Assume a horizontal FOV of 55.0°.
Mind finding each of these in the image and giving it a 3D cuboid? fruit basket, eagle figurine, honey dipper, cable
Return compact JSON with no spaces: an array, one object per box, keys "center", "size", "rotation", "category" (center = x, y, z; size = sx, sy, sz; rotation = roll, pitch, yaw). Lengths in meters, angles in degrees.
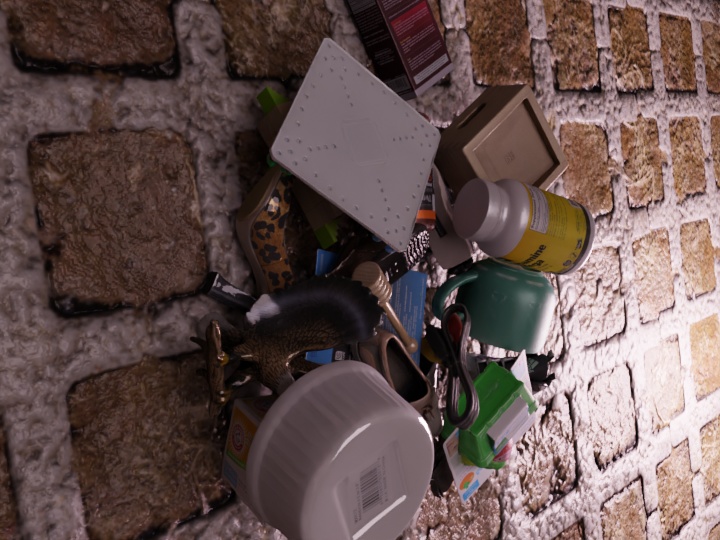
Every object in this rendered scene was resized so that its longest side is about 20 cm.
[{"center":[0.199,0.238,1.015],"size":[0.185,0.093,0.202],"rotation":[-41,134,-19],"category":"fruit basket"},{"center":[-0.082,0.098,0.784],"size":[0.196,0.151,0.154],"rotation":[-14,80,-30],"category":"eagle figurine"},{"center":[0.040,0.055,0.869],"size":[0.039,0.037,0.201],"rotation":[-66,149,-22],"category":"honey dipper"},{"center":[0.133,0.122,0.933],"size":[0.097,0.202,0.050],"rotation":[-42,128,15],"category":"cable"}]

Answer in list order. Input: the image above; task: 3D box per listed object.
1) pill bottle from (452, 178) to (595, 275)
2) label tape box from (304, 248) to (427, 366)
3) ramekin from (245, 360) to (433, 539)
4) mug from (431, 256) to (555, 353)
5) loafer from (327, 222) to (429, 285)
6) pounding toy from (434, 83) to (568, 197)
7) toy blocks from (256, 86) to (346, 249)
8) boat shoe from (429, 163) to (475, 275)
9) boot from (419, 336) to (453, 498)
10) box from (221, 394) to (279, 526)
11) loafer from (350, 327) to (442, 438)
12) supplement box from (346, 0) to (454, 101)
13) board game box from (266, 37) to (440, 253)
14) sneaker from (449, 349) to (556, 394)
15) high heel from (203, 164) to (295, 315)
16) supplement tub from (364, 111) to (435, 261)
[{"center":[0.236,-0.066,1.008],"size":[0.196,0.112,0.115],"rotation":[13,79,-27],"category":"pill bottle"},{"center":[-0.003,0.061,0.941],"size":[0.197,0.063,0.148],"rotation":[13,80,-37],"category":"label tape box"},{"center":[-0.013,0.208,0.731],"size":[0.197,0.097,0.205],"rotation":[-18,119,-34],"category":"ramekin"},{"center":[0.214,0.046,1.055],"size":[0.183,0.150,0.117],"rotation":[1,107,-55],"category":"mug"},{"center":[0.000,0.000,0.874],"size":[0.199,0.071,0.074],"rotation":[-36,142,-25],"category":"loafer"},{"center":[0.232,-0.189,1.127],"size":[0.200,0.141,0.185],"rotation":[-44,117,-14],"category":"pounding toy"},{"center":[-0.039,-0.149,0.899],"size":[0.136,0.099,0.203],"rotation":[-30,91,-45],"category":"toy blocks"},{"center":[0.114,-0.091,1.060],"size":[0.204,0.073,0.093],"rotation":[66,16,1],"category":"boat shoe"},{"center":[0.110,0.221,1.043],"size":[0.173,0.068,0.204],"rotation":[38,68,-39],"category":"boot"},{"center":[-0.055,0.217,0.842],"size":[0.197,0.112,0.104],"rotation":[1,107,-42],"category":"box"},{"center":[0.059,0.155,0.908],"size":[0.072,0.062,0.202],"rotation":[-48,118,-27],"category":"loafer"},{"center":[0.053,-0.362,1.013],"size":[0.109,0.060,0.203],"rotation":[-41,115,-36],"category":"supplement box"},{"center":[-0.001,-0.150,0.838],"size":[0.198,0.026,0.203],"rotation":[34,56,-22],"category":"board game box"},{"center":[0.239,0.154,1.091],"size":[0.198,0.138,0.079],"rotation":[17,54,-46],"category":"sneaker"},{"center":[-0.090,-0.028,0.857],"size":[0.141,0.071,0.203],"rotation":[30,85,-29],"category":"high heel"},{"center":[0.053,-0.113,0.971],"size":[0.105,0.106,0.206],"rotation":[-4,90,-41],"category":"supplement tub"}]
